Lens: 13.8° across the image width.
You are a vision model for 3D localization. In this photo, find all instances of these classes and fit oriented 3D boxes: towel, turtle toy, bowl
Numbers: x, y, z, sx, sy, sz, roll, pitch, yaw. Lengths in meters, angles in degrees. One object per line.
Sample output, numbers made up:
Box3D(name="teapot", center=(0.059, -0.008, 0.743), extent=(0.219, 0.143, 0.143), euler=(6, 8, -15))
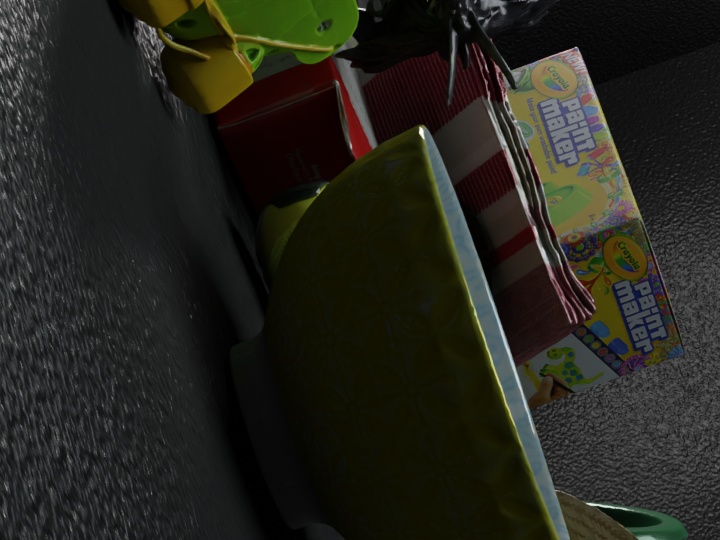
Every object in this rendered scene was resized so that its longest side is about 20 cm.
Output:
Box3D(name="towel", center=(0.055, -0.046, 1.578), extent=(0.144, 0.023, 0.201), euler=(-36, -108, 63))
Box3D(name="turtle toy", center=(-0.048, -0.150, 1.310), extent=(0.101, 0.146, 0.200), euler=(49, -7, 28))
Box3D(name="bowl", center=(0.009, 0.052, 1.215), extent=(0.200, 0.107, 0.201), euler=(-20, 90, -86))

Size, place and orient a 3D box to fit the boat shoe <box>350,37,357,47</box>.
Box3D(name="boat shoe", center=(-0.053, -0.153, 1.724), extent=(0.067, 0.072, 0.200), euler=(32, -8, 27))

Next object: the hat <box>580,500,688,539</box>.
Box3D(name="hat", center=(0.118, 0.245, 1.951), extent=(0.199, 0.165, 0.177), euler=(3, 93, -49))

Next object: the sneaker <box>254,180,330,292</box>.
Box3D(name="sneaker", center=(0.005, 0.048, 1.414), extent=(0.090, 0.078, 0.201), euler=(-90, 160, -56))

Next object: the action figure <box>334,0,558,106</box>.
Box3D(name="action figure", center=(0.023, -0.169, 1.478), extent=(0.200, 0.118, 0.102), euler=(-118, -169, -48))

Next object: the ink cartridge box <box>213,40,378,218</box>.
Box3D(name="ink cartridge box", center=(-0.035, -0.086, 1.508), extent=(0.116, 0.067, 0.201), euler=(65, 8, -46))

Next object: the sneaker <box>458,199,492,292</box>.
Box3D(name="sneaker", center=(0.033, 0.062, 1.567), extent=(0.089, 0.074, 0.201), euler=(39, 55, -85))

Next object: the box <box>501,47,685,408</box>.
Box3D(name="box", center=(0.089, -0.016, 1.952), extent=(0.200, 0.192, 0.122), euler=(-104, 173, -52))

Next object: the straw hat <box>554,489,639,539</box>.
Box3D(name="straw hat", center=(0.094, 0.221, 1.639), extent=(0.085, 0.200, 0.202), euler=(-45, 125, -39))
